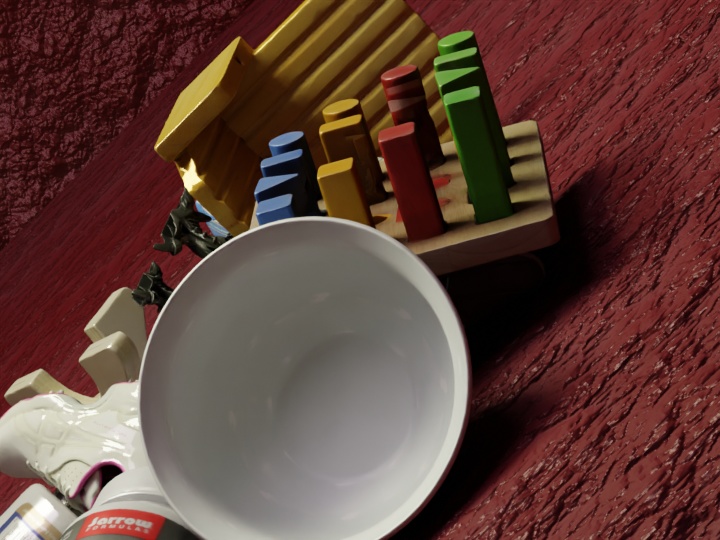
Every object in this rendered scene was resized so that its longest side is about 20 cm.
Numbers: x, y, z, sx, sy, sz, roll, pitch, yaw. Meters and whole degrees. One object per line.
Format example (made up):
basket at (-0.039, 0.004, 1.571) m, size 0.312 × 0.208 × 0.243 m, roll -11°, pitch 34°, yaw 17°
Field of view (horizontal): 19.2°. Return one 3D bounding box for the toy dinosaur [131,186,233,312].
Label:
toy dinosaur at (-0.099, 0.009, 1.667) m, size 0.102 × 0.136 × 0.200 m, roll -63°, pitch 2°, yaw 3°

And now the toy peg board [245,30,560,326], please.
toy peg board at (0.013, -0.069, 1.347) m, size 0.199 × 0.098 × 0.200 m, roll -15°, pitch 19°, yaw 7°

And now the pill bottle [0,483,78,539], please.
pill bottle at (-0.248, 0.251, 1.439) m, size 0.200 × 0.111 × 0.111 m, roll -47°, pitch 14°, yaw -10°

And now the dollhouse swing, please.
dollhouse swing at (-0.013, -0.102, 1.603) m, size 0.176 × 0.200 × 0.182 m, roll -39°, pitch 15°, yaw 18°

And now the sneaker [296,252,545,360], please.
sneaker at (0.024, 0.044, 1.324) m, size 0.200 × 0.079 × 0.075 m, roll -19°, pitch -7°, yaw -2°

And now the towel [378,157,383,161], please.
towel at (0.007, 0.006, 1.439) m, size 0.193 × 0.035 × 0.200 m, roll 12°, pitch 58°, yaw 44°

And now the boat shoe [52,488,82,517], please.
boat shoe at (-0.162, 0.153, 1.560) m, size 0.202 × 0.072 × 0.060 m, roll -44°, pitch 8°, yaw -11°

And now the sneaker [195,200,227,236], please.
sneaker at (-0.078, -0.068, 1.952) m, size 0.200 × 0.077 × 0.076 m, roll -30°, pitch 18°, yaw 42°

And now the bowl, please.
bowl at (-0.020, 0.074, 1.228) m, size 0.201 × 0.201 × 0.090 m, roll -43°, pitch -21°, yaw 8°

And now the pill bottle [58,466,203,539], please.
pill bottle at (-0.140, 0.208, 1.246) m, size 0.114 × 0.114 × 0.200 m, roll -37°, pitch 16°, yaw 28°

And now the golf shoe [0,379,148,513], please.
golf shoe at (-0.197, 0.133, 1.499) m, size 0.200 × 0.075 × 0.092 m, roll -14°, pitch 49°, yaw 40°

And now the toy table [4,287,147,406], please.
toy table at (-0.201, 0.115, 1.692) m, size 0.200 × 0.117 × 0.184 m, roll -31°, pitch 19°, yaw 41°
